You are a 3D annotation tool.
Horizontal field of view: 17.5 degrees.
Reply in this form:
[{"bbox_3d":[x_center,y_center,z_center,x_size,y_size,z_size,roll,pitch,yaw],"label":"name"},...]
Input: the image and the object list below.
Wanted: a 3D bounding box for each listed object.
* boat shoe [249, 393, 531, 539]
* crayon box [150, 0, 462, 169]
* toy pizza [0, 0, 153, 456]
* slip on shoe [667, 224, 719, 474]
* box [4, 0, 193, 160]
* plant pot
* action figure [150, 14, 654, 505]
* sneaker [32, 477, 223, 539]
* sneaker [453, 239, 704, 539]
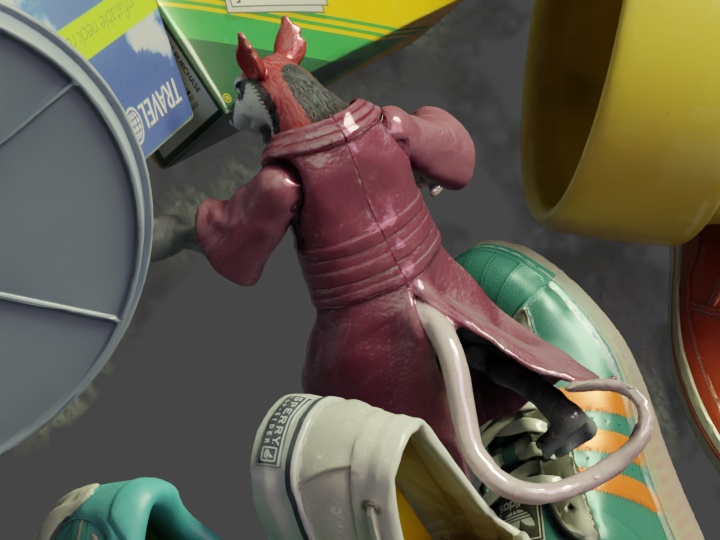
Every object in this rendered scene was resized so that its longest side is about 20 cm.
[{"bbox_3d":[0.040,0.116,0.848,0.075,0.086,0.203,-63,140,-35],"label":"boat shoe"},{"bbox_3d":[-0.067,-0.165,0.988,0.172,0.058,0.201,-31,87,-43],"label":"crayon box"},{"bbox_3d":[-0.166,-0.009,0.755,0.199,0.201,0.032,18,25,-29],"label":"toy pizza"},{"bbox_3d":[0.185,0.016,1.083,0.074,0.061,0.202,16,59,-32],"label":"slip on shoe"},{"bbox_3d":[-0.123,-0.104,0.847,0.122,0.047,0.201,-52,126,-63],"label":"box"},{"bbox_3d":[0.182,-0.102,1.013,0.187,0.201,0.202,10,58,-6],"label":"plant pot"},{"bbox_3d":[0.000,0.000,0.883,0.133,0.149,0.201,-30,106,-12],"label":"action figure"},{"bbox_3d":[-0.036,0.154,0.826,0.200,0.080,0.078,45,47,-10],"label":"sneaker"},{"bbox_3d":[0.080,0.084,0.957,0.080,0.071,0.201,-21,82,-48],"label":"sneaker"}]
